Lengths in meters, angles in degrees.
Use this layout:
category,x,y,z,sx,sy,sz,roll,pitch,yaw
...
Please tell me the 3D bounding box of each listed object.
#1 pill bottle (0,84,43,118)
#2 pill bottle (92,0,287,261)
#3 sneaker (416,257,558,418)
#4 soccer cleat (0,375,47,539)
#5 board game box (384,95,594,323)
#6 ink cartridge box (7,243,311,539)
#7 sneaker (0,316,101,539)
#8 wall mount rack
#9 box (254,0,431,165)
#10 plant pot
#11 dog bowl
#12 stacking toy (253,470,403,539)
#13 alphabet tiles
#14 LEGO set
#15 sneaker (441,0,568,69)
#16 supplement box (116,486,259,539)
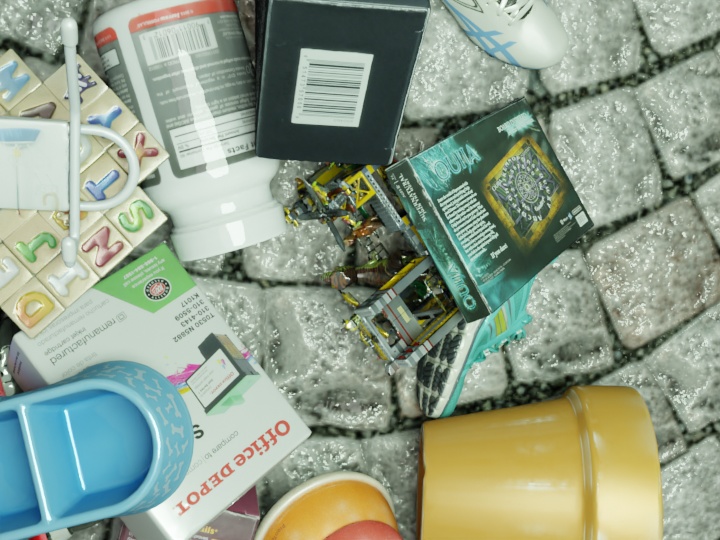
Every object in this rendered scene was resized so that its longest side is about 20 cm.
category,x,y,z,sx,sy,sz,roll,pitch,yaw
pill bottle,-0.313,-0.049,0.739,0.114,0.114,0.200,38,90,-11
pill bottle,-0.132,-0.116,0.757,0.115,0.116,0.201,-16,100,-6
sneaker,0.114,0.047,0.840,0.079,0.077,0.201,27,93,-20
soccer cleat,-0.279,0.141,0.724,0.073,0.068,0.201,8,111,23
board game box,0.114,-0.058,0.775,0.200,0.028,0.136,-32,94,-47
ink cartridge box,-0.159,0.104,0.747,0.145,0.084,0.200,-36,85,-32
sneaker,-0.251,0.129,0.800,0.090,0.066,0.201,-16,98,-15
wall mount rack,-0.248,-0.090,0.620,0.199,0.075,0.174,2,114,-12
box,-0.023,-0.202,0.699,0.107,0.149,0.201,2,54,-9
plant pot,0.141,0.197,0.808,0.182,0.200,0.201,2,97,2
dog bowl,-0.218,0.131,0.654,0.199,0.050,0.112,-14,87,2
stacking toy,0.006,0.275,0.774,0.146,0.200,0.147,-13,119,-25
alphabet tiles,-0.246,-0.055,0.681,0.200,0.006,0.167,-43,99,-9
LEGO set,0.000,0.000,0.771,0.116,0.154,0.200,-40,110,-24
sneaker,0.104,-0.247,0.798,0.200,0.072,0.072,42,88,-13
supplement box,-0.167,0.279,0.818,0.110,0.086,0.201,16,95,-11
